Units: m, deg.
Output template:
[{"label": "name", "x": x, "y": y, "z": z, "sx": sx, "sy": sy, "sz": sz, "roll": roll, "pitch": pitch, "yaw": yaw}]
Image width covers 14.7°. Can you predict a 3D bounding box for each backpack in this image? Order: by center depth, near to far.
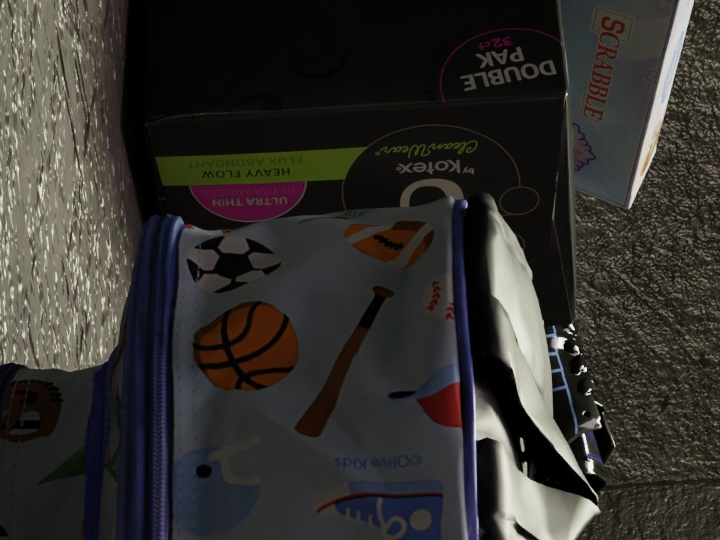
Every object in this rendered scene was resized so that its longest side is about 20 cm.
[{"label": "backpack", "x": -0.013, "y": 0.077, "z": 0.602, "sx": 0.191, "sy": 0.154, "sz": 0.200, "roll": 95, "pitch": -11, "yaw": -53}]

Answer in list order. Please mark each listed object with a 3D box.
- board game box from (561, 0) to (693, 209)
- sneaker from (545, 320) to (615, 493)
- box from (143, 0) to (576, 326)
[{"label": "board game box", "x": 0.043, "y": -0.133, "z": 1.181, "sx": 0.200, "sy": 0.199, "sz": 0.041, "roll": 99, "pitch": 16, "yaw": -54}, {"label": "sneaker", "x": 0.073, "y": 0.048, "z": 1.185, "sx": 0.070, "sy": 0.078, "sz": 0.200, "roll": 45, "pitch": 54, "yaw": -66}, {"label": "box", "x": 0.000, "y": -0.087, "z": 1.025, "sx": 0.124, "sy": 0.148, "sz": 0.200, "roll": 83, "pitch": 4, "yaw": -49}]
